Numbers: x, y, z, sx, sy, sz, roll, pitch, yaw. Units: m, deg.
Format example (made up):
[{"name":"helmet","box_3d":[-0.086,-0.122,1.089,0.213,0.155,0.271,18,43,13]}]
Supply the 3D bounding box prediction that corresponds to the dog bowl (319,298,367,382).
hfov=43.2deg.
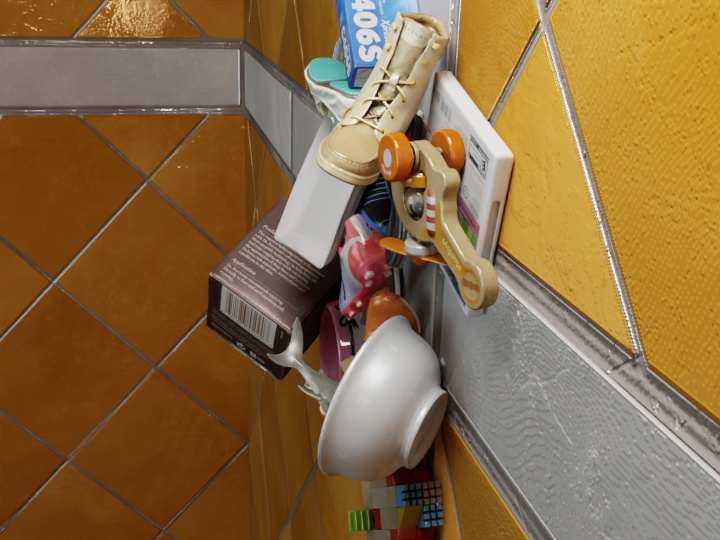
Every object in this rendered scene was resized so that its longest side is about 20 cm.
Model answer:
[{"name":"dog bowl","box_3d":[-0.015,0.133,1.400,0.200,0.072,0.205,177,90,-76]}]

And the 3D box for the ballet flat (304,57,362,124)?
[{"name":"ballet flat","box_3d":[-0.029,-0.219,1.162,0.200,0.068,0.071,-127,36,-58]}]

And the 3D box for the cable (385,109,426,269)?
[{"name":"cable","box_3d":[0.059,-0.102,1.064,0.097,0.049,0.203,130,143,-50]}]

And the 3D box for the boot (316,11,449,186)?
[{"name":"boot","box_3d":[0.027,-0.183,0.948,0.157,0.072,0.200,-63,-7,31]}]

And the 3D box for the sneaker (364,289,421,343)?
[{"name":"sneaker","box_3d":[0.033,0.107,1.155,0.202,0.072,0.078,89,-155,-44]}]

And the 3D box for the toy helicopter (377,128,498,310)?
[{"name":"toy helicopter","box_3d":[0.076,-0.036,0.892,0.202,0.077,0.134,62,148,36]}]

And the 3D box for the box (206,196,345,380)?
[{"name":"box","box_3d":[-0.127,0.030,1.479,0.200,0.165,0.165,-49,-14,-32]}]

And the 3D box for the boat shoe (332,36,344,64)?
[{"name":"boat shoe","box_3d":[0.010,-0.227,1.252,0.072,0.071,0.204,-147,45,-68]}]

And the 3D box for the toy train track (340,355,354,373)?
[{"name":"toy train track","box_3d":[0.022,0.216,1.274,0.203,0.113,0.032,67,-166,22]}]

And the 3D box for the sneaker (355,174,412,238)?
[{"name":"sneaker","box_3d":[0.035,-0.094,1.150,0.079,0.069,0.200,-57,40,14]}]

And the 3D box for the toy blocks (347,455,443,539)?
[{"name":"toy blocks","box_3d":[0.054,0.294,1.134,0.136,0.098,0.204,148,119,-62]}]

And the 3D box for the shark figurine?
[{"name":"shark figurine","box_3d":[-0.035,0.151,1.257,0.128,0.090,0.214,46,176,-30]}]

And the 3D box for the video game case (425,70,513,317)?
[{"name":"video game case","box_3d":[0.103,-0.085,0.958,0.201,0.022,0.185,-112,23,-53]}]

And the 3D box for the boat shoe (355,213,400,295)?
[{"name":"boat shoe","box_3d":[0.018,-0.021,1.256,0.072,0.058,0.204,136,130,-72]}]

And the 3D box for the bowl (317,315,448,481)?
[{"name":"bowl","box_3d":[0.040,0.163,1.043,0.201,0.089,0.203,-49,-27,-35]}]

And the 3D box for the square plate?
[{"name":"square plate","box_3d":[-0.038,-0.112,1.191,0.203,0.028,0.198,-67,26,3]}]

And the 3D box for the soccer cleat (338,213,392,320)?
[{"name":"soccer cleat","box_3d":[0.000,0.000,1.146,0.077,0.066,0.201,63,166,16]}]

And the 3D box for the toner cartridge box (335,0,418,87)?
[{"name":"toner cartridge box","box_3d":[0.020,-0.320,1.112,0.043,0.093,0.204,118,146,-63]}]
